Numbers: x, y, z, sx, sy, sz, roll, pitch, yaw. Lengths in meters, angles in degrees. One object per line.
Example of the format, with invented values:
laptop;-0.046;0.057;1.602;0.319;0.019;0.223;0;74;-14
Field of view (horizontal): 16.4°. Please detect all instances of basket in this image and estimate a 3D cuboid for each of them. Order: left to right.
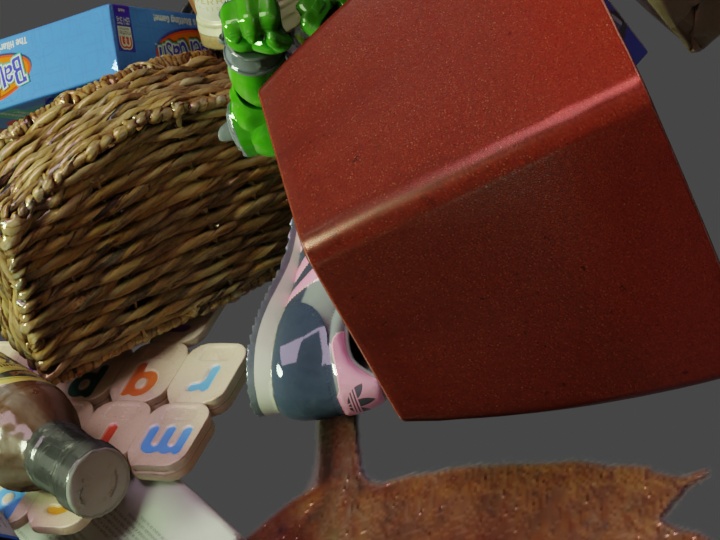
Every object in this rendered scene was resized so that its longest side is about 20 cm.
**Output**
basket;-0.144;-0.054;1.446;0.199;0.143;0.149;-26;35;-19

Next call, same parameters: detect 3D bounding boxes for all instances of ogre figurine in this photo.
ogre figurine;0.005;-0.094;1.347;0.120;0.199;0.098;-51;57;49

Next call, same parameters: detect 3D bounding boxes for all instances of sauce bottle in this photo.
sauce bottle;-0.195;0.083;1.376;0.200;0.065;0.065;26;75;46

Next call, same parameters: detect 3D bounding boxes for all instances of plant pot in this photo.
plant pot;0.062;-0.042;1.229;0.176;0.200;0.200;-25;42;6

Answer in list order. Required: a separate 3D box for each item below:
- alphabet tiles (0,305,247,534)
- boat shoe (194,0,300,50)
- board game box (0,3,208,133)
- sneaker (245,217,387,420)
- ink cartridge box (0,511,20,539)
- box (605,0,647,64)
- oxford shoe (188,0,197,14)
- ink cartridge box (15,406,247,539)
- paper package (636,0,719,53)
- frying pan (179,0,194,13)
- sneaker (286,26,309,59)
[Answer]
alphabet tiles;-0.162;0.078;1.429;0.199;0.015;0.196;0;41;30
boat shoe;-0.036;-0.197;1.489;0.072;0.065;0.200;3;29;33
board game box;-0.178;-0.114;1.531;0.199;0.152;0.045;-13;84;34
sneaker;0.000;0.000;1.396;0.082;0.070;0.201;4;56;19
ink cartridge box;-0.238;0.223;1.342;0.099;0.039;0.201;45;112;47
box;0.081;-0.171;1.416;0.042;0.119;0.200;-49;39;-6
oxford shoe;-0.108;-0.224;1.613;0.071;0.201;0.071;-20;0;-37
ink cartridge box;-0.161;0.179;1.384;0.176;0.045;0.200;-48;38;-6
paper package;0.191;-0.252;1.402;0.190;0.103;0.200;-41;38;3
frying pan;-0.137;-0.105;1.629;0.190;0.031;0.115;-54;40;-6
sneaker;0.017;-0.139;1.486;0.085;0.077;0.200;-41;40;-9
